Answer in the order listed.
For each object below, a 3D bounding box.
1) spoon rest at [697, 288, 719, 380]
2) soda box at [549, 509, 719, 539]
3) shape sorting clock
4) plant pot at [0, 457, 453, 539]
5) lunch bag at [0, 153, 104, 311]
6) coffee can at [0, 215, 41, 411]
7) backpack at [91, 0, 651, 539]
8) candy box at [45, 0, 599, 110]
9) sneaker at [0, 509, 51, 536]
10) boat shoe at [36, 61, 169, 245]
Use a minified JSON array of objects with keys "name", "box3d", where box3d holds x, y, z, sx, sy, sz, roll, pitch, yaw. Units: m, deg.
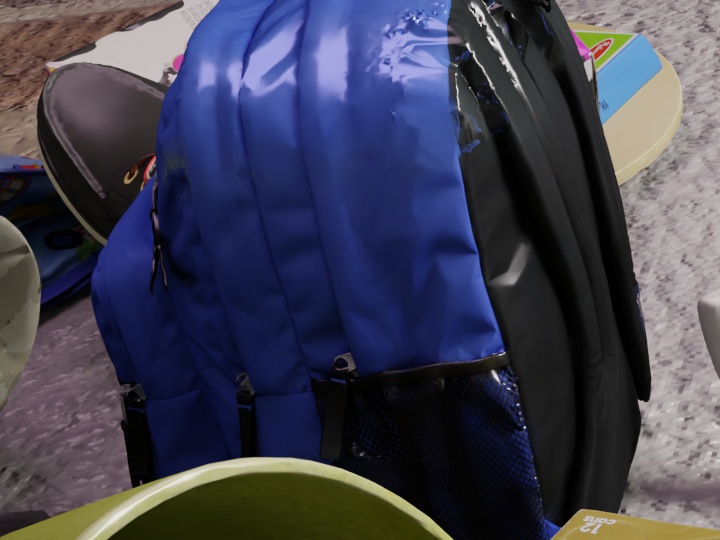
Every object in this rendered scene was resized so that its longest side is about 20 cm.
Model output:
[{"name":"spoon rest","box3d":[0.166,0.073,0.743,0.099,0.061,0.200,-18,36,-12]},{"name":"soda box","box3d":[0.129,0.115,0.627,0.200,0.064,0.068,4,27,36]},{"name":"shape sorting clock","box3d":[0.051,-0.067,1.152,0.200,0.039,0.200,-12,27,6]},{"name":"plant pot","box3d":[-0.084,0.144,0.545,0.200,0.187,0.187,-12,16,41]},{"name":"lunch bag","box3d":[-0.196,-0.022,1.124,0.150,0.094,0.200,2,16,38]},{"name":"coffee can","box3d":[-0.237,-0.015,0.929,0.146,0.147,0.200,-27,51,-35]},{"name":"backpack","box3d":[0.000,0.000,0.794,0.167,0.200,0.163,-7,23,11]},{"name":"candy box","box3d":[-0.016,-0.072,1.062,0.200,0.061,0.136,-27,51,-11]},{"name":"sneaker","box3d":[-0.186,0.125,0.775,0.199,0.060,0.104,-11,22,-13]},{"name":"boat shoe","box3d":[-0.056,-0.026,0.957,0.074,0.063,0.201,-40,59,-16]}]
